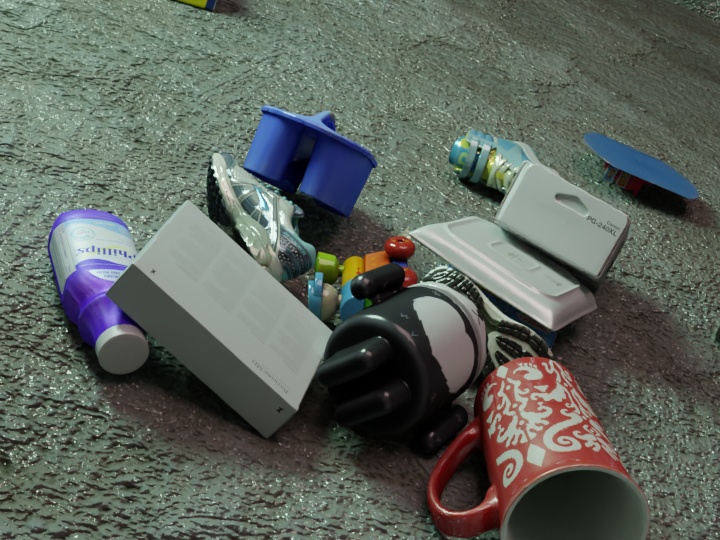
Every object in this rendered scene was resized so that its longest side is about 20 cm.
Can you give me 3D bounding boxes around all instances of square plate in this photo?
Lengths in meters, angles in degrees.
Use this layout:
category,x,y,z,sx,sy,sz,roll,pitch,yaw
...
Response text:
category,x,y,z,sx,sy,sz,roll,pitch,yaw
square plate,0.172,-0.006,1.526,0.197,0.029,0.200,34,18,17

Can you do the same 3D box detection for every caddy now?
category,x,y,z,sx,sy,sz,roll,pitch,yaw
caddy,-0.054,-0.138,1.562,0.140,0.106,0.200,23,0,6

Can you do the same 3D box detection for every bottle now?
category,x,y,z,sx,sy,sz,roll,pitch,yaw
bottle,-0.244,0.018,1.262,0.083,0.066,0.200,5,32,-26

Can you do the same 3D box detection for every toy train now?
category,x,y,z,sx,sy,sz,roll,pitch,yaw
toy train,0.000,0.000,1.468,0.115,0.085,0.200,5,29,-3

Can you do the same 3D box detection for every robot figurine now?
category,x,y,z,sx,sy,sz,roll,pitch,yaw
robot figurine,0.045,0.084,1.290,0.124,0.151,0.200,21,25,27

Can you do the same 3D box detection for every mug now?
category,x,y,z,sx,sy,sz,roll,pitch,yaw
mug,0.155,0.170,1.222,0.176,0.134,0.200,16,25,-14

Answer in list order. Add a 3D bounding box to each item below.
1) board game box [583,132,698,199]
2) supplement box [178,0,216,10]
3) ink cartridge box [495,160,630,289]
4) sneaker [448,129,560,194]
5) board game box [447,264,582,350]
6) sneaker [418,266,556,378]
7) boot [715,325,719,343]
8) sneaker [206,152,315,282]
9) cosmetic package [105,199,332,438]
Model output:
category,x,y,z,sx,sy,sz,roll,pitch,yaw
board game box,0.429,-0.150,2.073,0.199,0.039,0.158,22,22,-12
supplement box,-0.311,-0.499,2.070,0.198,0.110,0.109,14,29,-17
ink cartridge box,0.250,-0.052,1.633,0.145,0.084,0.200,30,1,11
sneaker,0.192,-0.130,1.825,0.130,0.080,0.200,13,20,-20
board game box,0.172,0.030,1.572,0.150,0.037,0.200,27,27,8
sneaker,0.145,0.079,1.435,0.200,0.077,0.089,48,1,14
boot,0.551,0.083,1.644,0.200,0.139,0.077,37,32,25
sneaker,-0.112,-0.057,1.465,0.086,0.078,0.201,-13,51,-21
cosmetic package,-0.127,0.042,1.251,0.200,0.052,0.151,43,25,-8
